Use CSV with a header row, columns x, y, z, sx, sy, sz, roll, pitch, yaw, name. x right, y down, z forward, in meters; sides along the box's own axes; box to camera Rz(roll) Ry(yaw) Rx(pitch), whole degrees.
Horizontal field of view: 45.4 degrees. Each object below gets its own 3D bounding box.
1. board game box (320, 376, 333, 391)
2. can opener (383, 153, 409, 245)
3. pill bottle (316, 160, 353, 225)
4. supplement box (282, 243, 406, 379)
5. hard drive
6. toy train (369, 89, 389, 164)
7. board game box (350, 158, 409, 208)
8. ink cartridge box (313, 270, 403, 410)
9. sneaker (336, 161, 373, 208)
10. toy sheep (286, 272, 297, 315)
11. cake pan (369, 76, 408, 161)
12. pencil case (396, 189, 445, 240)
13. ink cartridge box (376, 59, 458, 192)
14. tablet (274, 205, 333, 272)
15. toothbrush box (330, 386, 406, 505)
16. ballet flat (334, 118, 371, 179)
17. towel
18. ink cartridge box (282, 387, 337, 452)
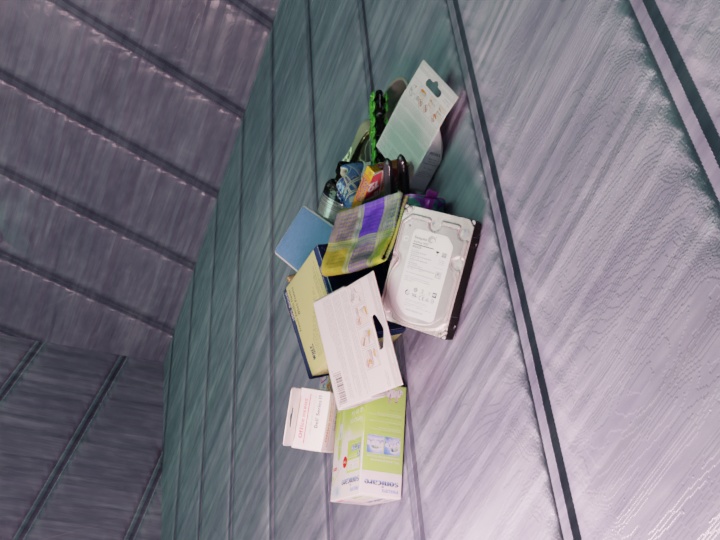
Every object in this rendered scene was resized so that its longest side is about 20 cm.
x,y,z,sx,sy,sz,roll,pitch,yaw,name
-0.048,0.196,1.879,0.135,0.034,0.202,132,144,-55,board game box
0.070,-0.126,1.608,0.079,0.063,0.201,48,159,45,can opener
-0.040,-0.138,1.942,0.112,0.111,0.202,-122,48,-63,pill bottle
-0.037,0.078,1.695,0.200,0.133,0.202,-50,53,51,supplement box
0.114,0.001,1.437,0.139,0.038,0.202,17,93,31,hard drive
0.038,-0.295,1.822,0.057,0.041,0.202,116,158,-57,toy train
0.022,-0.125,1.656,0.030,0.095,0.201,49,136,25,board game box
0.005,0.122,1.487,0.176,0.044,0.202,-28,71,44,ink cartridge box
-0.014,-0.148,1.799,0.076,0.076,0.201,91,-175,-48,sneaker
-0.096,0.045,1.944,0.138,0.136,0.202,-107,16,-54,toy sheep
0.074,-0.311,1.839,0.200,0.036,0.203,-168,90,-70,cake pan
0.102,-0.036,1.536,0.092,0.084,0.202,132,147,-76,pencil case
0.119,-0.279,1.656,0.201,0.047,0.161,-60,38,25,ink cartridge box
-0.107,-0.053,1.891,0.200,0.014,0.131,36,94,47,tablet
0.014,0.318,1.569,0.146,0.085,0.202,142,135,-61,toothbrush box
-0.004,-0.252,1.989,0.070,0.069,0.201,-109,36,-55,ballet flat
0.002,-0.063,1.539,0.199,0.023,0.145,-9,57,54,towel
-0.073,0.293,1.677,0.200,0.067,0.118,28,-112,-65,ink cartridge box
